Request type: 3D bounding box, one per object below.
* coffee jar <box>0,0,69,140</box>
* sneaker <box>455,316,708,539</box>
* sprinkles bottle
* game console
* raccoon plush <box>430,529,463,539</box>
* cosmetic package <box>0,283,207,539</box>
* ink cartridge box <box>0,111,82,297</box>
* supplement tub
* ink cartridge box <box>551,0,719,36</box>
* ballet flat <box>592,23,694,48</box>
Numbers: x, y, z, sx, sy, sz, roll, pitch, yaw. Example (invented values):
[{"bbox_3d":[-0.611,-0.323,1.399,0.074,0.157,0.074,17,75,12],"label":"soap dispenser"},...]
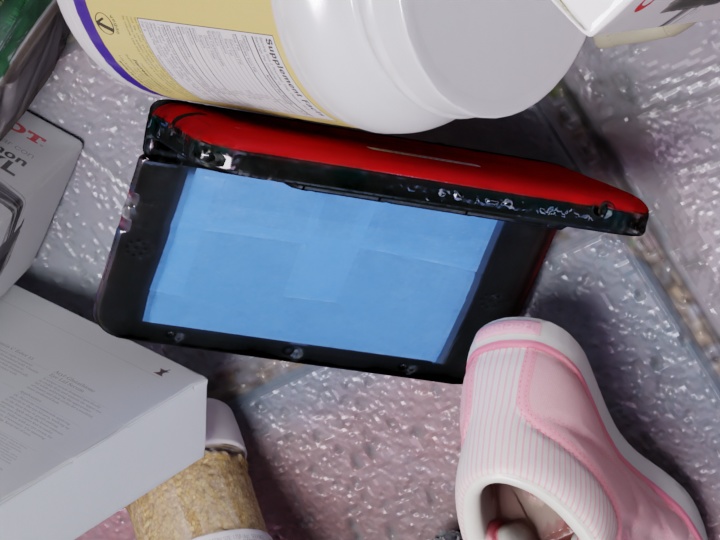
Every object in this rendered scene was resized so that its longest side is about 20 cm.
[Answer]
[{"bbox_3d":[-0.232,-0.142,1.161,0.199,0.105,0.085,29,148,2],"label":"coffee jar"},{"bbox_3d":[0.099,0.123,1.162,0.075,0.105,0.201,-14,132,25],"label":"sneaker"},{"bbox_3d":[-0.065,0.162,1.224,0.068,0.068,0.201,-38,59,32],"label":"sprinkles bottle"},{"bbox_3d":[0.000,0.000,1.110,0.199,0.172,0.120,8,98,-17],"label":"game console"},{"bbox_3d":[0.013,0.199,1.213,0.134,0.200,0.097,-32,88,10],"label":"raccoon plush"},{"bbox_3d":[-0.194,0.062,1.198,0.199,0.151,0.052,24,127,31],"label":"cosmetic package"},{"bbox_3d":[-0.236,-0.028,1.171,0.145,0.200,0.084,29,119,3],"label":"ink cartridge box"},{"bbox_3d":[-0.016,-0.133,1.031,0.199,0.145,0.146,11,124,43],"label":"supplement tub"},{"bbox_3d":[0.140,-0.162,0.911,0.147,0.200,0.083,-43,78,25],"label":"ink cartridge box"},{"bbox_3d":[0.076,-0.179,1.060,0.069,0.070,0.201,-22,108,28],"label":"ballet flat"}]
